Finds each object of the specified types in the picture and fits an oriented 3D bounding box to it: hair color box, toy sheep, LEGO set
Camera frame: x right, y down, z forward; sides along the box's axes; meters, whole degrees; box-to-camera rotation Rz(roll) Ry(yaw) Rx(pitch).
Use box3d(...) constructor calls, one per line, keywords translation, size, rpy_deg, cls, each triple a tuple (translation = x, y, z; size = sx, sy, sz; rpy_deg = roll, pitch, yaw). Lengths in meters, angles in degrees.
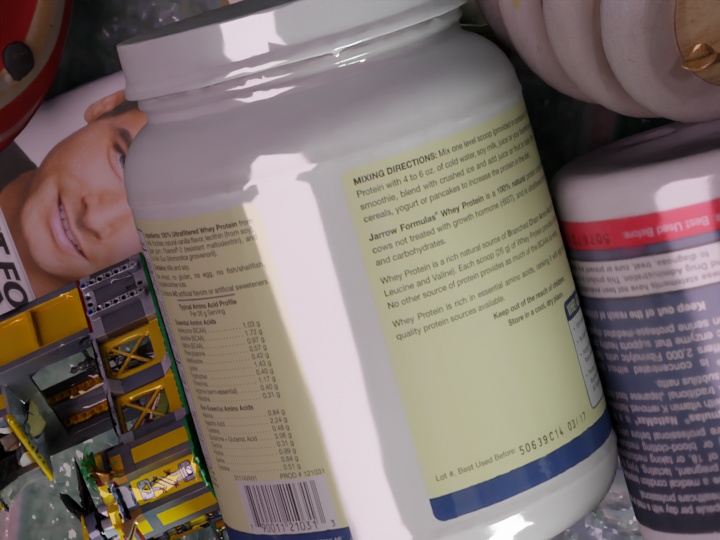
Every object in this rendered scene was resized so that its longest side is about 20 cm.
box3d(translation=(-0.109, -0.027, 1.096), size=(0.199, 0.061, 0.100), rpy_deg=(-18, 96, 28), cls="hair color box")
box3d(translation=(0.097, -0.123, 0.928), size=(0.200, 0.137, 0.139), rpy_deg=(41, 126, 52), cls="toy sheep")
box3d(translation=(-0.101, 0.100, 1.044), size=(0.115, 0.200, 0.154), rpy_deg=(-24, 57, 3), cls="LEGO set")

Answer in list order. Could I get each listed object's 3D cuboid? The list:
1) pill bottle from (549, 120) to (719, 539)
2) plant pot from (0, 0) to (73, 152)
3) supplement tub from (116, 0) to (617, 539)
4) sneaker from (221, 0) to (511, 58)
box3d(translation=(0.148, 0.046, 0.957), size=(0.119, 0.119, 0.201), rpy_deg=(-11, 99, 28), cls="pill bottle")
box3d(translation=(-0.227, -0.113, 1.035), size=(0.182, 0.200, 0.202), rpy_deg=(-2, 104, 37), cls="plant pot")
box3d(translation=(0.000, 0.000, 0.930), size=(0.144, 0.145, 0.201), rpy_deg=(-11, 100, 28), cls="supplement tub")
box3d(translation=(0.026, -0.063, 1.014), size=(0.090, 0.067, 0.201), rpy_deg=(-33, 85, 35), cls="sneaker")
